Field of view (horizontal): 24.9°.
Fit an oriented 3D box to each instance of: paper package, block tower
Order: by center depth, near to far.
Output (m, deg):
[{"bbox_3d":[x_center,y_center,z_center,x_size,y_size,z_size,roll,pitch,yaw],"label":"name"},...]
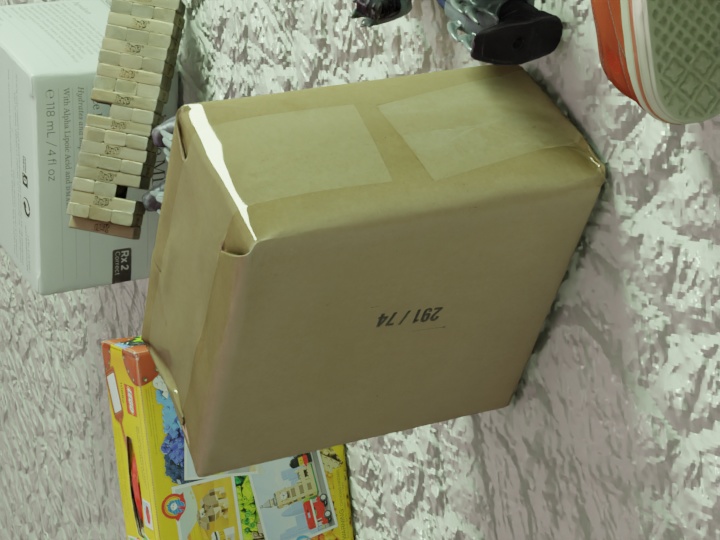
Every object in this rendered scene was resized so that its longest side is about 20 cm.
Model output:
[{"bbox_3d":[0.000,0.000,0.858,0.104,0.199,0.191,61,149,36],"label":"paper package"},{"bbox_3d":[-0.183,-0.127,1.281,0.054,0.058,0.201,-48,-32,-88],"label":"block tower"}]

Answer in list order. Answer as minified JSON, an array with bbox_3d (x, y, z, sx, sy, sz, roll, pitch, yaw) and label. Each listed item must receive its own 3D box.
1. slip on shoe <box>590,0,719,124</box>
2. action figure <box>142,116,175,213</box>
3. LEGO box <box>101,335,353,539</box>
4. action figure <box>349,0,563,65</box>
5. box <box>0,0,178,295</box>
[{"bbox_3d":[0.122,-0.163,0.695,0.061,0.074,0.201,-154,53,-63],"label":"slip on shoe"},{"bbox_3d":[-0.101,-0.045,1.183,0.200,0.069,0.131,-135,36,-57],"label":"action figure"},{"bbox_3d":[-0.092,0.138,1.157,0.077,0.148,0.201,9,108,64],"label":"LEGO box"},{"bbox_3d":[0.034,-0.184,0.873,0.200,0.069,0.131,-129,33,-51],"label":"action figure"},{"bbox_3d":[-0.252,-0.114,1.424,0.200,0.130,0.200,40,134,53],"label":"box"}]
